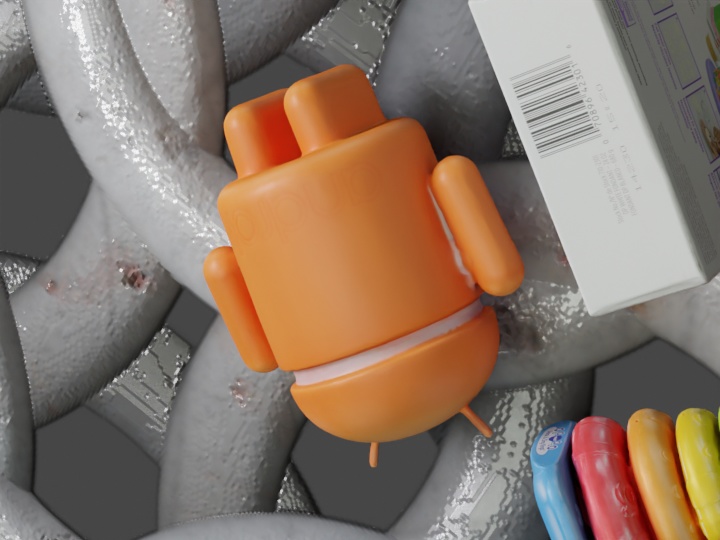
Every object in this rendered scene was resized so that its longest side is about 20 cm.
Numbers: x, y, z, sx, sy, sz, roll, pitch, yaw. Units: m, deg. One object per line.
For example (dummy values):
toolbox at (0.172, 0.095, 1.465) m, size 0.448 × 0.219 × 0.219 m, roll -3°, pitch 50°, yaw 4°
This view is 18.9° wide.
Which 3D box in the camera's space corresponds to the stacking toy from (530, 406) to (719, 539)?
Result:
stacking toy at (0.191, 0.101, 1.056) m, size 0.199 × 0.116 × 0.110 m, roll -21°, pitch 97°, yaw 16°

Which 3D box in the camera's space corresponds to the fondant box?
fondant box at (0.131, -0.077, 0.970) m, size 0.058 × 0.200 × 0.145 m, roll -19°, pitch 95°, yaw 28°

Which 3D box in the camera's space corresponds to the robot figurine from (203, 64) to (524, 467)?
robot figurine at (-0.001, 0.000, 1.099) m, size 0.143 × 0.117 × 0.201 m, roll -22°, pitch 94°, yaw -8°
